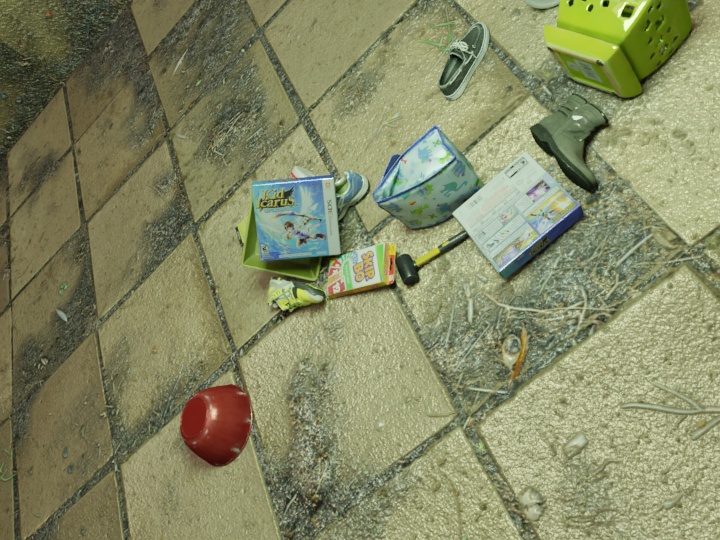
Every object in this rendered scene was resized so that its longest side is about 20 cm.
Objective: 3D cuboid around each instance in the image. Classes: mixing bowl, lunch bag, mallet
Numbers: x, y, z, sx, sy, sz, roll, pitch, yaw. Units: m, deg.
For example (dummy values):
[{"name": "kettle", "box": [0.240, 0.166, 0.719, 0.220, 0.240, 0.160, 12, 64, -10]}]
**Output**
[{"name": "mixing bowl", "box": [-0.374, 0.372, 1.503, 0.197, 0.108, 0.205, -17, 60, 31]}, {"name": "lunch bag", "box": [0.142, -0.182, 1.313, 0.199, 0.169, 0.129, -39, 52, 19]}, {"name": "mallet", "box": [0.167, -0.033, 1.319, 0.197, 0.041, 0.067, -26, 55, 21]}]

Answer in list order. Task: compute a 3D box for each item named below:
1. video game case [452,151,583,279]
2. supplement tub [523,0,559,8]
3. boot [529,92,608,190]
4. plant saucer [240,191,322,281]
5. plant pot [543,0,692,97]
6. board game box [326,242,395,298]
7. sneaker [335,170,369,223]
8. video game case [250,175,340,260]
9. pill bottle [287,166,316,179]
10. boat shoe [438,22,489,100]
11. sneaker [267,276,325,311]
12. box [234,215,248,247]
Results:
[{"name": "video game case", "box": [0.313, -0.113, 1.226, 0.199, 0.045, 0.183, -40, 51, 10]}, {"name": "supplement tub", "box": [0.416, -0.709, 1.368, 0.120, 0.122, 0.205, -11, 64, 33]}, {"name": "boot", "box": [0.435, -0.263, 1.200, 0.130, 0.068, 0.202, -36, 54, 12]}, {"name": "plant saucer", "box": [-0.183, -0.093, 1.507, 0.048, 0.195, 0.204, -96, 18, -72]}, {"name": "plant pot", "box": [0.482, -0.460, 1.167, 0.198, 0.198, 0.184, 39, 101, 40]}, {"name": "board game box", "box": [0.000, 0.000, 1.421, 0.197, 0.030, 0.098, -14, 63, 38]}, {"name": "sneaker", "box": [-0.068, -0.173, 1.529, 0.200, 0.077, 0.076, -48, 51, 14]}, {"name": "video game case", "box": [-0.150, -0.124, 1.442, 0.195, 0.046, 0.186, -5, 107, 0]}, {"name": "pill bottle", "box": [-0.173, -0.156, 1.572, 0.111, 0.110, 0.202, 44, 107, 40]}, {"name": "boat shoe", "box": [0.241, -0.512, 1.449, 0.073, 0.068, 0.202, 29, 89, 41]}, {"name": "sneaker", "box": [-0.159, 0.066, 1.505, 0.198, 0.074, 0.078, 6, 81, 49]}, {"name": "box", "box": [-0.258, -0.147, 1.680, 0.199, 0.050, 0.076, -41, 51, 16]}]
